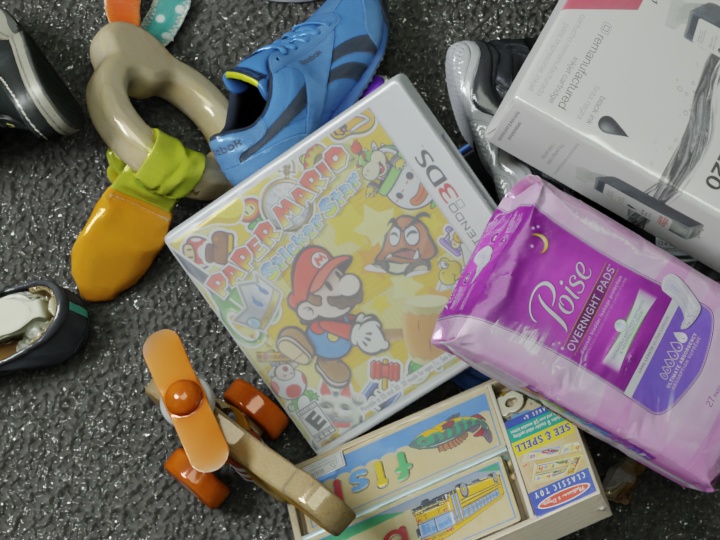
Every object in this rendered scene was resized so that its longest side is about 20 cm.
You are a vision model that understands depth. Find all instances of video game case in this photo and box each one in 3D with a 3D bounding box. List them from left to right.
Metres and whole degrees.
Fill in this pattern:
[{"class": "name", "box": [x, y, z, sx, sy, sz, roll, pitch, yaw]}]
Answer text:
[{"class": "video game case", "box": [0.000, 0.000, 1.557, 0.200, 0.023, 0.182, -33, 95, 22]}]

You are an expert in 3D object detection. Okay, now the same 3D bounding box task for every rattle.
[{"class": "rattle", "box": [-0.162, -0.101, 1.676, 0.130, 0.143, 0.200, -9, 53, -32]}]

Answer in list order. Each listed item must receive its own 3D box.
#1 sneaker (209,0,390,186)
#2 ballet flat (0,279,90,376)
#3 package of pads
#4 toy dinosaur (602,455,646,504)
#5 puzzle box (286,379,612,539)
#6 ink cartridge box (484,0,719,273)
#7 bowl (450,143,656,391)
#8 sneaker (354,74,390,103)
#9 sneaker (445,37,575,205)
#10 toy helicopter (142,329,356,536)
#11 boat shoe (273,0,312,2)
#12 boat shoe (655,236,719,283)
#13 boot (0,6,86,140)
[{"class": "sneaker", "box": [-0.042, -0.136, 1.626, 0.078, 0.066, 0.200, 46, 52, -26]}, {"class": "ballet flat", "box": [-0.282, 0.050, 1.617, 0.200, 0.073, 0.073, -16, 73, -1]}, {"class": "package of pads", "box": [0.157, 0.039, 1.488, 0.200, 0.076, 0.121, 30, 80, -9]}, {"class": "toy dinosaur", "box": [0.231, 0.076, 1.590, 0.200, 0.106, 0.060, -32, 35, -3]}, {"class": "puzzle box", "box": [0.051, 0.143, 1.535, 0.200, 0.025, 0.133, -25, 41, 7]}, {"class": "ink cartridge box", "box": [0.204, -0.103, 1.527, 0.200, 0.085, 0.146, 30, 72, -2]}, {"class": "bowl", "box": [0.122, -0.006, 1.626, 0.200, 0.039, 0.201, -1, 73, 3]}, {"class": "sneaker", "box": [-0.028, -0.044, 1.630, 0.099, 0.070, 0.200, 8, 73, 8]}, {"class": "sneaker", "box": [0.137, -0.074, 1.586, 0.114, 0.075, 0.200, -19, 75, -6]}, {"class": "toy helicopter", "box": [-0.073, 0.111, 1.519, 0.079, 0.132, 0.200, -49, 39, -10]}, {"class": "boat shoe", "box": [0.009, -0.242, 1.688, 0.200, 0.066, 0.070, -10, 73, 0]}, {"class": "boat shoe", "box": [0.291, -0.019, 1.608, 0.200, 0.072, 0.071, -12, 106, -12]}, {"class": "boot", "box": [-0.273, -0.097, 1.615, 0.154, 0.204, 0.074, -36, 116, -4]}]
